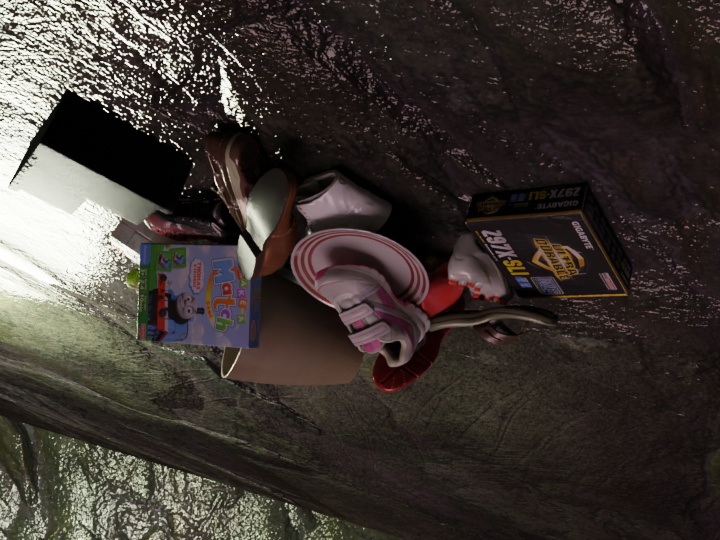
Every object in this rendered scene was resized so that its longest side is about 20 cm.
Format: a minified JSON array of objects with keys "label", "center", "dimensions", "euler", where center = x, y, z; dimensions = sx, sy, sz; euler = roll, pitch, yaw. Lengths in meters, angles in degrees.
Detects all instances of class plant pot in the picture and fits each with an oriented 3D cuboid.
[{"label":"plant pot","center":[-0.100,0.112,1.412],"dimensions":[0.200,0.187,0.187],"euler":[19,153,-16]}]

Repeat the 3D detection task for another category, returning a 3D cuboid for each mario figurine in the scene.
[{"label":"mario figurine","center":[0.066,0.003,1.328],"dimensions":[0.200,0.123,0.106],"euler":[10,112,29]}]

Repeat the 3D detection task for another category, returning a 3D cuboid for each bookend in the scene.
[{"label":"bookend","center":[-0.382,-0.140,1.273],"dimensions":[0.200,0.092,0.199],"euler":[29,152,-24]}]

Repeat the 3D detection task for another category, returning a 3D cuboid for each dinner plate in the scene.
[{"label":"dinner plate","center":[0.000,0.000,1.238],"dimensions":[0.200,0.024,0.200],"euler":[10,142,8]}]

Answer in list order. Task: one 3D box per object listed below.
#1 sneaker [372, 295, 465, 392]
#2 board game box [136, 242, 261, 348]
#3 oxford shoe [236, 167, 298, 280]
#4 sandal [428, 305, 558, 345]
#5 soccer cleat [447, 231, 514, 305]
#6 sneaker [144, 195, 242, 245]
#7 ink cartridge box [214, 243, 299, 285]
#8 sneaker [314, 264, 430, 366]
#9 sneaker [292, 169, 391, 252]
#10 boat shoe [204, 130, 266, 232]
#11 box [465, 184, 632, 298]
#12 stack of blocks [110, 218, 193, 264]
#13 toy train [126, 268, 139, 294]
[{"label":"sneaker","center":[0.095,0.127,1.392],"dimensions":[0.078,0.200,0.116],"euler":[40,162,17]},{"label":"board game box","center":[-0.243,0.035,1.310],"dimensions":[0.200,0.151,0.037],"euler":[2,179,23]},{"label":"oxford shoe","center":[-0.113,-0.067,1.184],"dimensions":[0.071,0.071,0.200],"euler":[-12,149,-30]},{"label":"sandal","center":[0.194,0.083,1.277],"dimensions":[0.201,0.057,0.080],"euler":[-8,177,31]},{"label":"soccer cleat","center":[0.179,0.000,1.247],"dimensions":[0.069,0.078,0.200],"euler":[10,172,27]},{"label":"sneaker","center":[-0.236,-0.081,1.323],"dimensions":[0.200,0.071,0.098],"euler":[15,153,1]},{"label":"ink cartridge box","center":[-0.156,-0.009,1.448],"dimensions":[0.200,0.039,0.099],"euler":[28,151,-23]},{"label":"sneaker","center":[0.015,0.065,1.225],"dimensions":[0.200,0.088,0.081],"euler":[35,139,-24]},{"label":"sneaker","center":[-0.061,-0.078,1.236],"dimensions":[0.116,0.074,0.200],"euler":[34,140,-24]},{"label":"boat shoe","center":[-0.169,-0.119,1.219],"dimensions":[0.075,0.075,0.202],"euler":[17,143,19]},{"label":"box","center":[0.253,-0.032,1.158],"dimensions":[0.160,0.049,0.200],"euler":[-1,148,35]},{"label":"stack of blocks","center":[-0.308,-0.018,1.427],"dimensions":[0.200,0.059,0.115],"euler":[34,163,-6]},{"label":"toy train","center":[-0.372,0.024,1.542],"dimensions":[0.116,0.085,0.200],"euler":[16,178,32]}]
